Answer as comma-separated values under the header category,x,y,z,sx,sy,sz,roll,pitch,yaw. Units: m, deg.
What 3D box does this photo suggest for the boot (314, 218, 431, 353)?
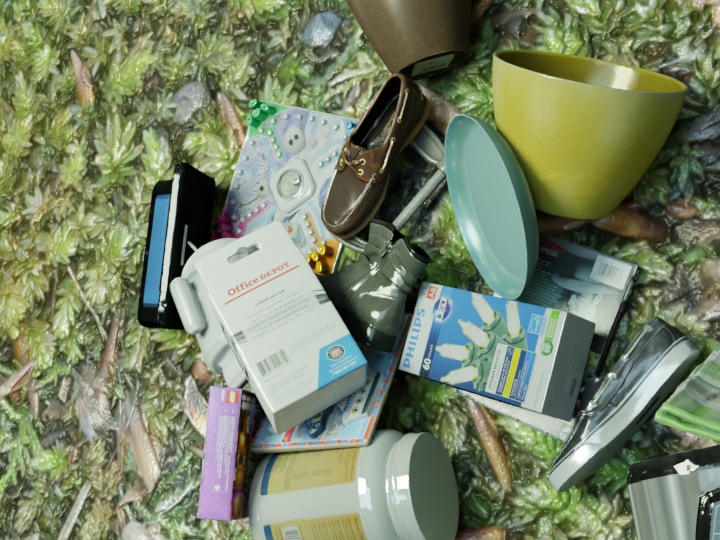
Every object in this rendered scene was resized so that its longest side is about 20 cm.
category,x,y,z,sx,sy,sz,roll,pitch,yaw
boot,0.000,0.000,1.183,0.199,0.067,0.132,30,98,47

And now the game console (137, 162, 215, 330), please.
category,x,y,z,sx,sy,sz,roll,pitch,yaw
game console,-0.259,-0.028,1.326,0.114,0.176,0.204,4,85,11

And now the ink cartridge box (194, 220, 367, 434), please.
category,x,y,z,sx,sy,sz,roll,pitch,yaw
ink cartridge box,-0.088,0.058,1.117,0.115,0.068,0.201,-26,65,-13

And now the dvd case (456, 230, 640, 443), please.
category,x,y,z,sx,sy,sz,roll,pitch,yaw
dvd case,0.201,0.066,1.109,0.144,0.022,0.203,21,91,32

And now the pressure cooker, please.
category,x,y,z,sx,sy,sz,roll,pitch,yaw
pressure cooker,0.336,0.257,0.902,0.175,0.176,0.204,-28,63,53

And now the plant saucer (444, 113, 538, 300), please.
category,x,y,z,sx,sy,sz,roll,pitch,yaw
plant saucer,0.140,-0.070,1.083,0.027,0.201,0.202,-17,66,-13

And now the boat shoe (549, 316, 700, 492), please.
category,x,y,z,sx,sy,sz,roll,pitch,yaw
boat shoe,0.251,0.133,1.035,0.068,0.072,0.201,44,99,28

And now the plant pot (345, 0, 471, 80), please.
category,x,y,z,sx,sy,sz,roll,pitch,yaw
plant pot,0.058,-0.335,1.206,0.185,0.186,0.203,-18,85,25

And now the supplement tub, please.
category,x,y,z,sx,sy,sz,roll,pitch,yaw
supplement tub,-0.007,0.253,1.116,0.197,0.144,0.147,-14,72,27

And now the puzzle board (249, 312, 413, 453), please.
category,x,y,z,sx,sy,sz,roll,pitch,yaw
puzzle board,-0.030,0.122,1.163,0.149,0.018,0.201,-10,36,28

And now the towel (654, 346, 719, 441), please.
category,x,y,z,sx,sy,sz,roll,pitch,yaw
towel,0.360,0.114,0.904,0.147,0.199,0.031,13,107,31

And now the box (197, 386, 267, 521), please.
category,x,y,z,sx,sy,sz,roll,pitch,yaw
box,-0.138,0.210,1.172,0.038,0.200,0.139,3,80,7

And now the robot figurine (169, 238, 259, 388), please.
category,x,y,z,sx,sy,sz,roll,pitch,yaw
robot figurine,-0.150,0.045,1.230,0.113,0.168,0.202,-43,56,30

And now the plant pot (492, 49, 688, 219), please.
category,x,y,z,sx,sy,sz,roll,pitch,yaw
plant pot,0.222,-0.137,1.062,0.198,0.199,0.144,22,115,31

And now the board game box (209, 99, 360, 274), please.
category,x,y,z,sx,sy,sz,roll,pitch,yaw
board game box,-0.091,-0.111,1.315,0.198,0.026,0.203,16,88,32

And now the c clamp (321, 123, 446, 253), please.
category,x,y,z,sx,sy,sz,roll,pitch,yaw
c clamp,0.049,-0.093,1.213,0.200,0.027,0.171,-43,66,10

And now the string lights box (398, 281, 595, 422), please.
category,x,y,z,sx,sy,sz,roll,pitch,yaw
string lights box,0.140,0.082,1.081,0.198,0.059,0.104,11,84,46

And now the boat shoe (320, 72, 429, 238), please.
category,x,y,z,sx,sy,sz,roll,pitch,yaw
boat shoe,0.007,-0.136,1.196,0.070,0.070,0.202,27,90,28
